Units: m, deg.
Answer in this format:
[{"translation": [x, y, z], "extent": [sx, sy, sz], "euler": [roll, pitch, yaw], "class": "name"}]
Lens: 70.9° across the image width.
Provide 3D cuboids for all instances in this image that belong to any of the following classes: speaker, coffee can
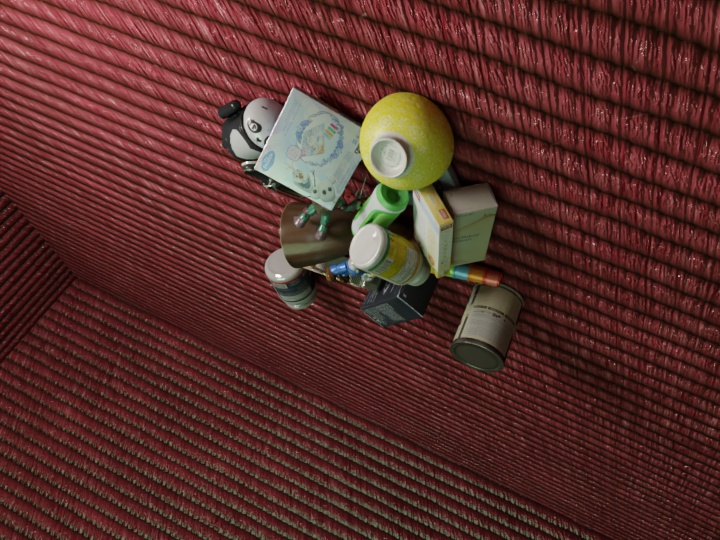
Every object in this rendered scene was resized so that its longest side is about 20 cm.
[{"translation": [0.044, -0.139, 1.219], "extent": [0.088, 0.089, 0.200], "euler": [32, 151, -6], "class": "speaker"}, {"translation": [0.344, 0.151, 1.367], "extent": [0.146, 0.200, 0.147], "euler": [22, 151, 13], "class": "coffee can"}]

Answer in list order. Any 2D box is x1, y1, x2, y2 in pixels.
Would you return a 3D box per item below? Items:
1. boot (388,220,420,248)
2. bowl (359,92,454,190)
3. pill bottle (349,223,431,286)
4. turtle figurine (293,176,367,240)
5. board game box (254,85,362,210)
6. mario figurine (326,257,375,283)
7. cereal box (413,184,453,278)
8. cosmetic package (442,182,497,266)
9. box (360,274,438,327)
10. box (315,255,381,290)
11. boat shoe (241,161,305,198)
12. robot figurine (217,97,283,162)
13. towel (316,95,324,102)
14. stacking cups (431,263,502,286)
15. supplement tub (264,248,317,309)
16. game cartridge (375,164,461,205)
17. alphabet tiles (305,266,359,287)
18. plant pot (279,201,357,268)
[{"translation": [0.099, -0.057, 1.386], "extent": [0.154, 0.074, 0.200], "euler": [17, 151, 14], "class": "boot"}, {"translation": [0.076, -0.241, 1.007], "extent": [0.199, 0.108, 0.201], "euler": [14, 125, 21], "class": "bowl"}, {"translation": [0.079, -0.029, 1.223], "extent": [0.200, 0.113, 0.113], "euler": [23, 160, -40], "class": "pill bottle"}, {"translation": [-0.081, -0.176, 1.250], "extent": [0.150, 0.101, 0.200], "euler": [41, 118, 9], "class": "turtle figurine"}, {"translation": [-0.102, -0.266, 1.119], "extent": [0.198, 0.043, 0.200], "euler": [27, 113, -14], "class": "board game box"}, {"translation": [0.000, 0.000, 1.353], "extent": [0.200, 0.123, 0.106], "euler": [-23, 105, 41], "class": "mario figurine"}, {"translation": [0.162, -0.094, 1.146], "extent": [0.039, 0.144, 0.200], "euler": [-19, 146, -7], "class": "cereal box"}, {"translation": [0.240, -0.098, 1.154], "extent": [0.103, 0.073, 0.200], "euler": [-12, 147, -2], "class": "cosmetic package"}, {"translation": [0.114, 0.068, 1.491], "extent": [0.104, 0.148, 0.200], "euler": [39, 150, -18], "class": "box"}, {"translation": [-0.033, -0.005, 1.520], "extent": [0.200, 0.069, 0.082], "euler": [22, -176, 37], "class": "box"}, {"translation": [-0.214, -0.231, 1.294], "extent": [0.074, 0.061, 0.200], "euler": [1, 174, 43], "class": "boat shoe"}, {"translation": [-0.252, -0.329, 1.201], "extent": [0.200, 0.150, 0.125], "euler": [-8, 93, 48], "class": "robot figurine"}, {"translation": [-0.101, -0.314, 1.202], "extent": [0.144, 0.023, 0.200], "euler": [40, 150, -17], "class": "towel"}, {"translation": [0.271, 0.000, 1.338], "extent": [0.199, 0.061, 0.061], "euler": [14, 148, 23], "class": "stacking cups"}, {"translation": [-0.234, 0.029, 1.742], "extent": [0.140, 0.141, 0.200], "euler": [14, 148, 24], "class": "supplement tub"}, {"translation": [0.129, -0.207, 1.157], "extent": [0.199, 0.041, 0.134], "euler": [3, 139, 39], "class": "game cartridge"}, {"translation": [-0.083, 0.015, 1.599], "extent": [0.199, 0.015, 0.196], "euler": [19, -175, 7], "class": "alphabet tiles"}, {"translation": [-0.091, -0.104, 1.397], "extent": [0.199, 0.187, 0.187], "euler": [-3, 141, 18], "class": "plant pot"}]
